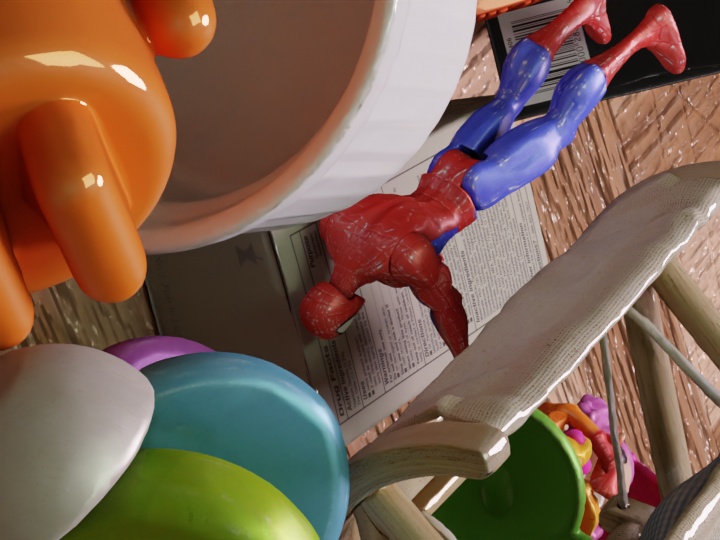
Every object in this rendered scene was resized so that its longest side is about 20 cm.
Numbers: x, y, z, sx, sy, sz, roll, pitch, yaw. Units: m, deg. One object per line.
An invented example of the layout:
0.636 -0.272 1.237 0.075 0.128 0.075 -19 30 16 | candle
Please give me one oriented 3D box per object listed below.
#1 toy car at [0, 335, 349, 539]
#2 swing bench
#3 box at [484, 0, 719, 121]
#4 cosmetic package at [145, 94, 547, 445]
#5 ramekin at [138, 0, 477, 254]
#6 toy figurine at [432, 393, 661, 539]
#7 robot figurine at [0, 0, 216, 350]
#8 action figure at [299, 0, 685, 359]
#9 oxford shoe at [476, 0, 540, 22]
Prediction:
-0.083 0.091 0.810 0.175 0.200 0.150 49 43 -20 | toy car
0.089 0.095 0.898 0.199 0.129 0.201 -41 109 -42 | swing bench
0.112 -0.174 1.113 0.200 0.124 0.149 -75 151 -70 | box
0.000 0.000 1.040 0.200 0.073 0.104 -29 109 -52 | cosmetic package
-0.054 -0.106 0.876 0.098 0.200 0.202 1 86 -63 | ramekin
0.092 0.123 1.118 0.184 0.149 0.201 -38 125 -63 | toy figurine
-0.131 -0.071 0.780 0.116 0.144 0.200 16 38 -42 | robot figurine
0.053 -0.021 0.984 0.200 0.065 0.099 -40 134 -25 | action figure
0.007 -0.131 0.985 0.199 0.071 0.073 -10 92 -11 | oxford shoe
